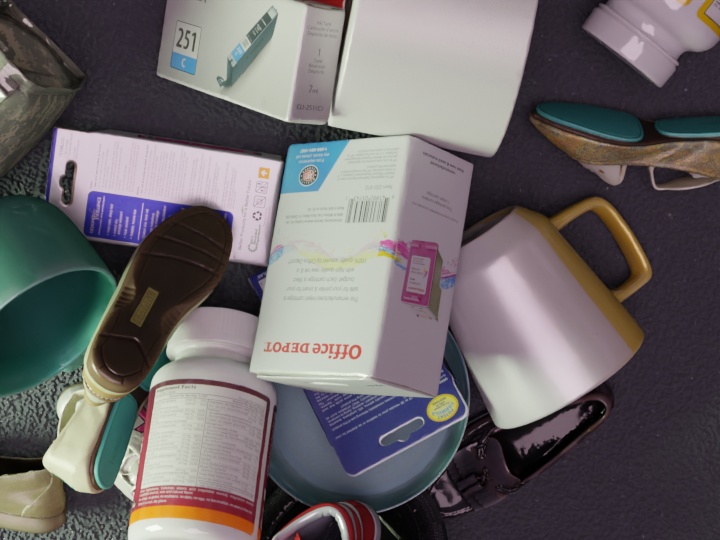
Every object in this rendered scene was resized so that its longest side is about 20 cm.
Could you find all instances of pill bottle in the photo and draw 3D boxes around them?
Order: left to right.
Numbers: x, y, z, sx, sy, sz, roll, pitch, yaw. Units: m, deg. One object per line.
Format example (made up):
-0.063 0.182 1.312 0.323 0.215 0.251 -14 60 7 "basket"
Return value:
-0.128 0.140 1.565 0.109 0.110 0.201 8 66 -3 "pill bottle"
0.277 -0.256 1.547 0.112 0.112 0.200 37 98 -9 "pill bottle"

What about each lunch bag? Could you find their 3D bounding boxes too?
-0.322 -0.125 1.511 0.164 0.200 0.118 -44 100 8 "lunch bag"

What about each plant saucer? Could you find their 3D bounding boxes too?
-0.002 0.113 1.623 0.199 0.027 0.201 -2 78 11 "plant saucer"

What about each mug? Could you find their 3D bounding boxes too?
-0.296 0.022 1.555 0.152 0.185 0.114 -24 62 -33 "mug"
0.145 0.023 1.602 0.149 0.187 0.153 -29 98 34 "mug"

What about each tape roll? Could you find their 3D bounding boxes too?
0.058 -0.202 1.506 0.139 0.203 0.203 11 101 -5 "tape roll"

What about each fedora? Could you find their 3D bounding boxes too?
-0.013 0.267 1.644 0.200 0.092 0.201 -4 69 9 "fedora"

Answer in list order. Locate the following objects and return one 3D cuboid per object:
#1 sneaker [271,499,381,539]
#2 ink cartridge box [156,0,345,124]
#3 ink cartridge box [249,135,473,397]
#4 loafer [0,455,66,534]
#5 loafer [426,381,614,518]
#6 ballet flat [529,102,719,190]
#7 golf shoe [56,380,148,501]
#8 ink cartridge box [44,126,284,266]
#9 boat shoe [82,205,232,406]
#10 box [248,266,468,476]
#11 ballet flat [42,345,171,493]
-0.048 0.279 1.528 0.071 0.112 0.201 19 84 17 "sneaker"
-0.084 -0.223 1.506 0.045 0.200 0.177 2 104 -39 "ink cartridge box"
0.000 0.000 1.529 0.085 0.144 0.201 21 74 -44 "ink cartridge box"
-0.353 0.179 1.640 0.199 0.076 0.068 11 101 -14 "loafer"
0.136 0.155 1.652 0.200 0.063 0.072 -35 100 5 "loafer"
0.242 -0.102 1.605 0.199 0.071 0.071 4 102 -3 "ballet flat"
-0.181 0.168 1.631 0.200 0.092 0.073 37 101 -6 "golf shoe"
-0.170 -0.066 1.612 0.199 0.037 0.095 8 102 -6 "ink cartridge box"
-0.176 0.029 1.550 0.072 0.076 0.200 37 54 -3 "boat shoe"
0.000 0.066 1.602 0.121 0.032 0.200 -28 72 5 "box"
-0.212 0.097 1.600 0.069 0.069 0.200 30 59 -8 "ballet flat"
